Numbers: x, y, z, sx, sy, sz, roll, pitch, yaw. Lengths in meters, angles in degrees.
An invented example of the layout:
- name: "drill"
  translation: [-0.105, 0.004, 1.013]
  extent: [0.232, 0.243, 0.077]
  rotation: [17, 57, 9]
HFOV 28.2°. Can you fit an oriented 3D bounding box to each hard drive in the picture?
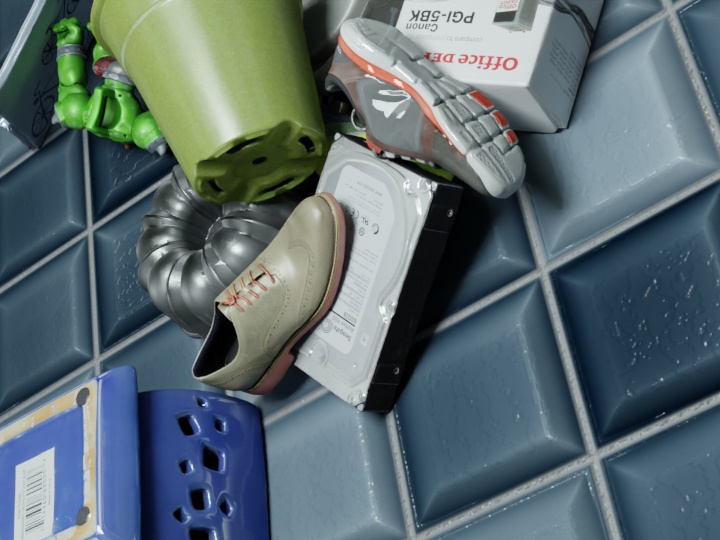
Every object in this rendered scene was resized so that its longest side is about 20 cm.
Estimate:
- name: "hard drive"
  translation: [0.000, 0.000, 1.197]
  extent: [0.140, 0.038, 0.200]
  rotation: [32, 110, 45]

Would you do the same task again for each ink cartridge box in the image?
- name: "ink cartridge box"
  translation: [0.120, -0.227, 1.209]
  extent: [0.147, 0.083, 0.200]
  rotation: [8, 73, 33]

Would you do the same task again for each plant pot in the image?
- name: "plant pot"
  translation: [-0.116, -0.167, 1.261]
  extent: [0.200, 0.200, 0.190]
  rotation: [-33, 63, 24]
- name: "plant pot"
  translation: [-0.207, 0.206, 1.211]
  extent: [0.200, 0.180, 0.200]
  rotation: [-27, 52, 27]

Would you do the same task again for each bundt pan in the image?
- name: "bundt pan"
  translation: [-0.136, -0.037, 1.353]
  extent: [0.202, 0.076, 0.202]
  rotation: [-21, 54, 33]

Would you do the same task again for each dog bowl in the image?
- name: "dog bowl"
  translation: [-0.033, -0.259, 1.378]
  extent: [0.200, 0.059, 0.200]
  rotation: [-21, 59, 40]

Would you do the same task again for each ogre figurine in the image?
- name: "ogre figurine"
  translation: [-0.251, -0.194, 1.517]
  extent: [0.200, 0.098, 0.120]
  rotation: [19, 84, 1]

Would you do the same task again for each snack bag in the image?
- name: "snack bag"
  translation: [-0.351, -0.238, 1.591]
  extent: [0.021, 0.200, 0.189]
  rotation: [24, 84, 6]

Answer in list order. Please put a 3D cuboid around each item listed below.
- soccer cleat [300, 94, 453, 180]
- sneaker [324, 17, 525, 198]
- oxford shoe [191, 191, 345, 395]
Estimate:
- name: "soccer cleat"
  translation: [0.009, -0.094, 1.273]
  extent: [0.200, 0.065, 0.084]
  rotation: [30, 104, 46]
- name: "sneaker"
  translation: [0.048, -0.114, 1.141]
  extent: [0.200, 0.077, 0.082]
  rotation: [48, 125, 24]
- name: "oxford shoe"
  translation: [-0.076, 0.023, 1.194]
  extent: [0.070, 0.075, 0.200]
  rotation: [45, 119, 41]
